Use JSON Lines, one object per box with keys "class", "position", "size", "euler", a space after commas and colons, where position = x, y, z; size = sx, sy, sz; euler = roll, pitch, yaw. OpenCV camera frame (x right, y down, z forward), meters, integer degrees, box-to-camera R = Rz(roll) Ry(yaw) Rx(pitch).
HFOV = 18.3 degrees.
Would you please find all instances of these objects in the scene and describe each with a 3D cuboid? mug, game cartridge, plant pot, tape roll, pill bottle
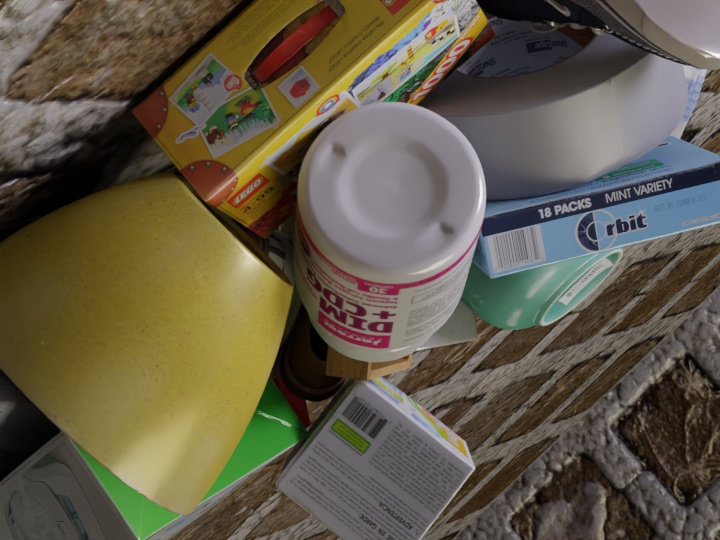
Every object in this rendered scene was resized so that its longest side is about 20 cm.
{"class": "mug", "position": [0.140, -0.036, 1.728], "size": [0.152, 0.114, 0.185], "euler": [-31, 163, -33]}
{"class": "game cartridge", "position": [-0.280, 0.127, 1.562], "size": [0.133, 0.041, 0.200], "euler": [-37, 166, 0]}
{"class": "plant pot", "position": [-0.125, 0.025, 1.335], "size": [0.142, 0.200, 0.200], "euler": [-46, 166, 3]}
{"class": "tape roll", "position": [0.115, -0.126, 1.496], "size": [0.200, 0.200, 0.066], "euler": [-33, 124, -26]}
{"class": "pill bottle", "position": [0.014, -0.016, 1.404], "size": [0.113, 0.113, 0.200], "euler": [-37, 166, -14]}

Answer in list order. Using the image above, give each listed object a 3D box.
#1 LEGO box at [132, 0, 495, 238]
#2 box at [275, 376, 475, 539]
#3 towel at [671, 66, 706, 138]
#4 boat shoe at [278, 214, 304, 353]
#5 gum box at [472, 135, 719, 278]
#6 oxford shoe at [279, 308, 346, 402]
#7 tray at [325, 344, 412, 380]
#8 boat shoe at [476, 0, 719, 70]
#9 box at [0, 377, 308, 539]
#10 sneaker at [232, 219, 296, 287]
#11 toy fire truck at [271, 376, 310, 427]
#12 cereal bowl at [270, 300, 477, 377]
{"class": "LEGO box", "position": [-0.024, -0.123, 1.375], "size": [0.200, 0.077, 0.149], "euler": [-41, 166, 4]}
{"class": "box", "position": [0.012, 0.146, 1.699], "size": [0.101, 0.112, 0.200], "euler": [-52, -179, 1]}
{"class": "towel", "position": [0.201, -0.169, 1.646], "size": [0.147, 0.024, 0.201], "euler": [21, 92, -35]}
{"class": "boat shoe", "position": [-0.068, 0.000, 1.660], "size": [0.074, 0.066, 0.200], "euler": [-83, -161, -52]}
{"class": "gum box", "position": [0.140, -0.052, 1.519], "size": [0.169, 0.045, 0.200], "euler": [-14, -166, -8]}
{"class": "oxford shoe", "position": [0.000, 0.000, 1.685], "size": [0.071, 0.071, 0.201], "euler": [121, -12, -63]}
{"class": "tray", "position": [0.014, -0.027, 1.597], "size": [0.099, 0.037, 0.201], "euler": [-9, 106, -71]}
{"class": "boat shoe", "position": [0.143, -0.179, 1.419], "size": [0.075, 0.200, 0.093], "euler": [-52, 180, -36]}
{"class": "box", "position": [-0.169, 0.151, 1.599], "size": [0.176, 0.097, 0.200], "euler": [-39, 173, 38]}
{"class": "sneaker", "position": [-0.146, 0.014, 1.473], "size": [0.200, 0.076, 0.116], "euler": [-29, 157, 8]}
{"class": "toy fire truck", "position": [-0.118, 0.119, 1.778], "size": [0.200, 0.049, 0.141], "euler": [-12, 178, 41]}
{"class": "cereal bowl", "position": [-0.008, 0.033, 1.808], "size": [0.199, 0.084, 0.200], "euler": [-9, 178, 0]}
